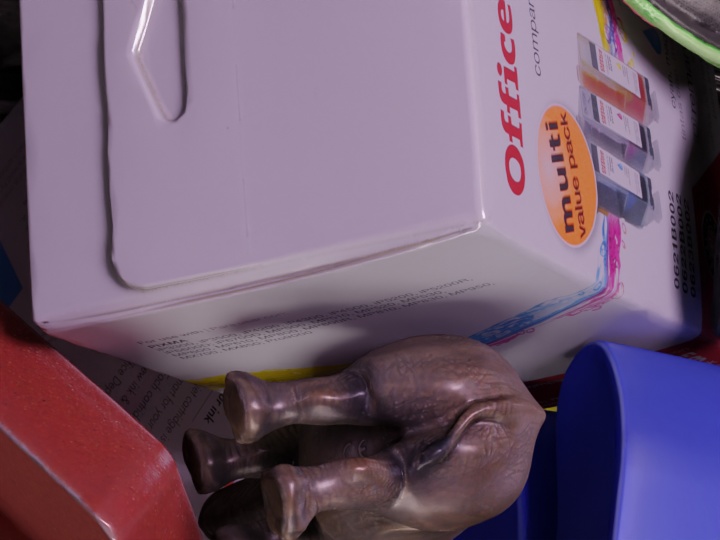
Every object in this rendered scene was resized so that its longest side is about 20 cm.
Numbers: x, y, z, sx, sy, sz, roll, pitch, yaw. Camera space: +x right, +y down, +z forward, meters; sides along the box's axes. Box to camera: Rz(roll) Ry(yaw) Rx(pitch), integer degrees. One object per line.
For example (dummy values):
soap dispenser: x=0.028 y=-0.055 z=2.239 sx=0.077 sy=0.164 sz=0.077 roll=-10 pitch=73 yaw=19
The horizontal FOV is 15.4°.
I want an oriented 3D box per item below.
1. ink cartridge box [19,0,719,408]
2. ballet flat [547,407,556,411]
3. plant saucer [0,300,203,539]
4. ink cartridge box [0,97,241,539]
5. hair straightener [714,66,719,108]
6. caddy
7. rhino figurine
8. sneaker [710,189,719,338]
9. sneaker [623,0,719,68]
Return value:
ink cartridge box: x=0.010 y=-0.044 z=0.801 sx=0.145 sy=0.145 sz=0.200 roll=-13 pitch=163 yaw=26
ballet flat: x=0.070 y=0.050 z=1.114 sx=0.067 sy=0.200 sz=0.067 roll=6 pitch=134 yaw=1
plant saucer: x=-0.102 y=0.068 z=0.824 sx=0.037 sy=0.200 sz=0.200 roll=-38 pitch=144 yaw=-19
ink cartridge box: x=-0.073 y=0.040 z=0.956 sx=0.200 sy=0.115 sz=0.068 roll=38 pitch=148 yaw=-9
hair straightener: x=0.160 y=-0.062 z=0.966 sx=0.077 sy=0.041 sz=0.200 roll=-17 pitch=161 yaw=38
caddy: x=0.088 y=0.118 z=0.794 sx=0.105 sy=0.200 sz=0.141 roll=17 pitch=155 yaw=-18
rhino figurine: x=-0.004 y=0.063 z=0.796 sx=0.087 sy=0.060 sz=0.200 roll=-10 pitch=169 yaw=-15
sneaker: x=0.170 y=-0.043 z=0.830 sx=0.104 sy=0.200 sz=0.060 roll=7 pitch=126 yaw=10
sneaker: x=0.164 y=-0.106 z=0.789 sx=0.200 sy=0.077 sz=0.084 roll=-3 pitch=147 yaw=-15
